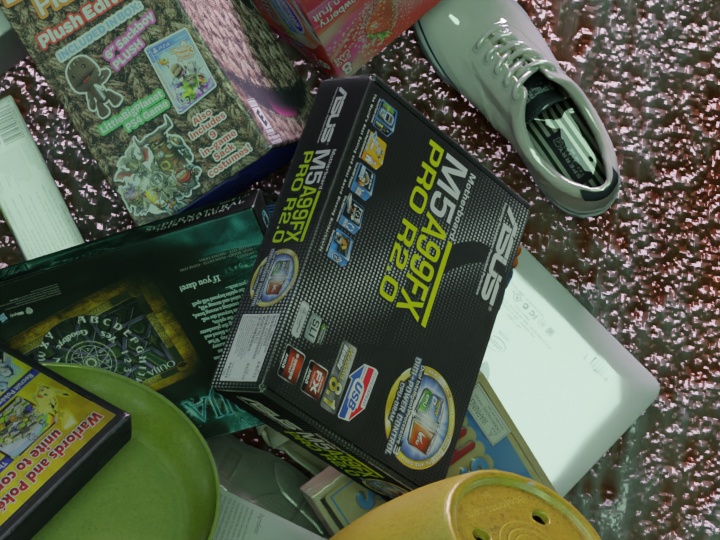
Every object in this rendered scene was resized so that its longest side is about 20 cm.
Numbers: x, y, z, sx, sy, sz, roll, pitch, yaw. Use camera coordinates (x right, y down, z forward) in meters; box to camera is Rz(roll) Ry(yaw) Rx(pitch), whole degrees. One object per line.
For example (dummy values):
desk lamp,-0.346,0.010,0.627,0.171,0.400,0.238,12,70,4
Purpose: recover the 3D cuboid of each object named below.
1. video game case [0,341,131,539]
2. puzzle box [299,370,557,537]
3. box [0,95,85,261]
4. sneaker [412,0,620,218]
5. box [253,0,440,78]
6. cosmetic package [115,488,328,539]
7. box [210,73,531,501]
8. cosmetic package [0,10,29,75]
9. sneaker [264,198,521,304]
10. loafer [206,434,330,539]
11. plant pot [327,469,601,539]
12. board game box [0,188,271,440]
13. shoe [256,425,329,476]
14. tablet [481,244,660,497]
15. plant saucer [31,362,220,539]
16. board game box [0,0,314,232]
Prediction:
video game case,-0.256,0.105,1.178,0.180,0.026,0.200,27,47,21
puzzle box,0.067,0.175,1.334,0.133,0.025,0.200,-36,108,-9
box,-0.194,-0.013,1.367,0.041,0.039,0.201,-27,84,-8
sneaker,0.105,-0.125,1.399,0.073,0.071,0.200,-39,87,-10
box,0.019,-0.230,1.377,0.200,0.103,0.095,-40,49,-11
cosmetic package,-0.060,0.208,1.274,0.199,0.085,0.108,26,123,-3
box,0.011,0.012,1.247,0.160,0.044,0.201,37,64,-38
cosmetic package,-0.305,-0.140,1.355,0.200,0.081,0.113,-40,85,-10
sneaker,0.000,0.000,1.356,0.199,0.075,0.079,8,81,0
loafer,-0.080,0.147,1.350,0.200,0.063,0.072,41,46,-2
plant pot,0.058,0.192,1.161,0.199,0.142,0.200,20,35,-15
board game box,-0.128,0.043,1.264,0.199,0.028,0.136,-16,112,14
shoe,-0.021,0.104,1.349,0.200,0.070,0.053,36,75,-2
tablet,0.083,0.051,1.398,0.200,0.014,0.130,45,80,3
plant saucer,-0.177,0.134,1.195,0.199,0.031,0.201,3,43,-3
board game box,-0.124,-0.138,1.314,0.097,0.159,0.201,-32,90,15
